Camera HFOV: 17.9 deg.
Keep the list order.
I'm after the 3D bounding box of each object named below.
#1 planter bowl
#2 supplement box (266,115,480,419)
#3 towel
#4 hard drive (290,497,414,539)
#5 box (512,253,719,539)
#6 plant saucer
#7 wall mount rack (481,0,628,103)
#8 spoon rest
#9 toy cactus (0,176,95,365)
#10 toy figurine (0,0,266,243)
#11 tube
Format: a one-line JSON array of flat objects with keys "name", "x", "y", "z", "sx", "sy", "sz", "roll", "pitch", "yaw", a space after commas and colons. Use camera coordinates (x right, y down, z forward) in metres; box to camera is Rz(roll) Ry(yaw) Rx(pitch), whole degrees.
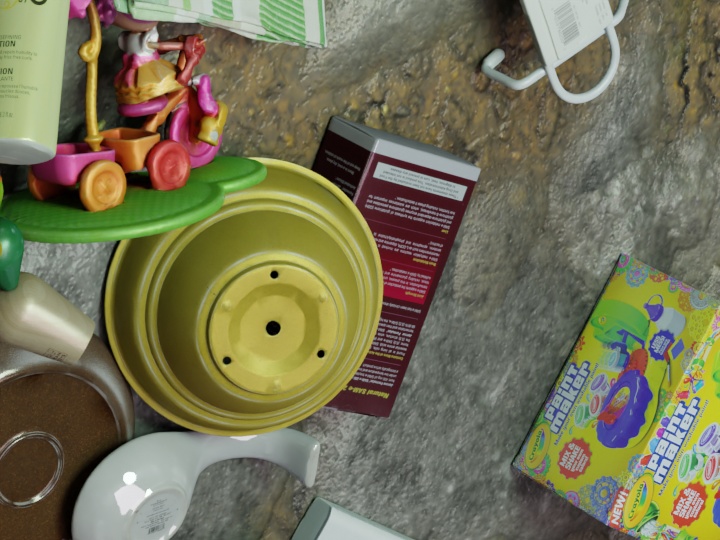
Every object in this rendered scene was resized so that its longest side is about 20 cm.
[{"name": "planter bowl", "x": -0.068, "y": 0.030, "z": 1.549, "sx": 0.199, "sy": 0.083, "sz": 0.202, "roll": -5, "pitch": 106, "yaw": -16}, {"name": "supplement box", "x": 0.000, "y": 0.000, "z": 1.656, "sx": 0.108, "sy": 0.061, "sz": 0.201, "roll": 14, "pitch": 100, "yaw": -41}, {"name": "towel", "x": -0.089, "y": -0.221, "z": 1.434, "sx": 0.200, "sy": 0.023, "sz": 0.154, "roll": 5, "pitch": 80, "yaw": -55}, {"name": "hard drive", "x": 0.003, "y": 0.269, "z": 1.811, "sx": 0.200, "sy": 0.027, "sz": 0.132, "roll": 29, "pitch": 90, "yaw": -43}, {"name": "box", "x": 0.264, "y": 0.122, "z": 1.893, "sx": 0.192, "sy": 0.122, "sz": 0.201, "roll": 25, "pitch": 93, "yaw": -43}, {"name": "plant saucer", "x": -0.232, "y": 0.130, "z": 1.547, "sx": 0.199, "sy": 0.032, "sz": 0.201, "roll": -18, "pitch": 121, "yaw": -32}, {"name": "wall mount rack", "x": 0.149, "y": -0.231, "z": 1.668, "sx": 0.173, "sy": 0.074, "sz": 0.201, "roll": -36, "pitch": 129, "yaw": -17}, {"name": "spoon rest", "x": -0.123, "y": 0.150, "z": 1.619, "sx": 0.199, "sy": 0.061, "sz": 0.100, "roll": -13, "pitch": 126, "yaw": -38}, {"name": "toy cactus", "x": -0.239, "y": 0.010, "z": 1.377, "sx": 0.164, "sy": 0.103, "sz": 0.200, "roll": 29, "pitch": 130, "yaw": -16}, {"name": "toy figurine", "x": -0.148, "y": -0.131, "z": 1.435, "sx": 0.199, "sy": 0.150, "sz": 0.185, "roll": -19, "pitch": 112, "yaw": -42}, {"name": "tube", "x": -0.200, "y": -0.165, "z": 1.347, "sx": 0.058, "sy": 0.052, "sz": 0.201, "roll": 9, "pitch": 74, "yaw": -24}]
